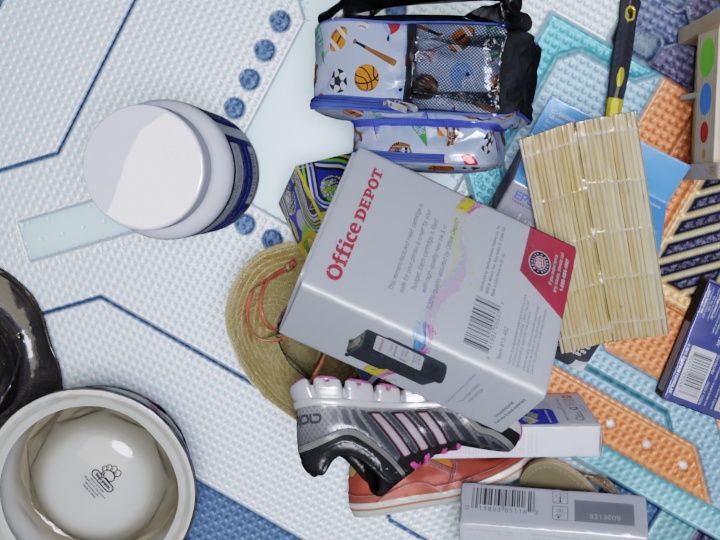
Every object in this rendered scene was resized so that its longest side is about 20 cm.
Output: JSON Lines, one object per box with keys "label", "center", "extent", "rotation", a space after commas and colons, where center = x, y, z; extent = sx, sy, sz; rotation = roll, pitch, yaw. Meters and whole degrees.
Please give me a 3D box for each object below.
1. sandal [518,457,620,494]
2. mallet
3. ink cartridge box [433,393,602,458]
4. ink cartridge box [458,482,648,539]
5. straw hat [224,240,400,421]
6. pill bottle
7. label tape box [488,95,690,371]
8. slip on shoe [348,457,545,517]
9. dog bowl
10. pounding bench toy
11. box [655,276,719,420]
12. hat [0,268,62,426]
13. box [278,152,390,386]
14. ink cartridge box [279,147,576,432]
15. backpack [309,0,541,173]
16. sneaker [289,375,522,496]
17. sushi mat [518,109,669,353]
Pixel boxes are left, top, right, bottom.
{"label": "sandal", "center": [0.220, 0.231, 0.825], "extent": [0.077, 0.070, 0.212], "rotation": [-23, 115, 34]}
{"label": "mallet", "center": [0.246, -0.149, 0.799], "extent": [0.065, 0.041, 0.201], "rotation": [16, 92, 3]}
{"label": "ink cartridge box", "center": [0.115, 0.143, 0.799], "extent": [0.198, 0.095, 0.037], "rotation": [1, 99, 3]}
{"label": "ink cartridge box", "center": [0.176, 0.277, 0.799], "extent": [0.159, 0.047, 0.201], "rotation": [1, 133, 12]}
{"label": "straw hat", "center": [-0.040, 0.073, 0.801], "extent": [0.200, 0.085, 0.202], "rotation": [13, 58, -20]}
{"label": "pill bottle", "center": [-0.158, -0.086, 0.740], "extent": [0.115, 0.200, 0.117], "rotation": [0, 95, 3]}
{"label": "label tape box", "center": [0.183, -0.030, 0.769], "extent": [0.143, 0.063, 0.201], "rotation": [26, 114, 0]}
{"label": "slip on shoe", "center": [0.081, 0.185, 0.820], "extent": [0.198, 0.074, 0.062], "rotation": [-14, 86, 7]}
{"label": "dog bowl", "center": [-0.252, 0.200, 0.825], "extent": [0.198, 0.074, 0.202], "rotation": [0, 98, -3]}
{"label": "pounding bench toy", "center": [0.352, -0.154, 0.709], "extent": [0.123, 0.200, 0.157], "rotation": [1, 96, 3]}
{"label": "box", "center": [0.397, 0.098, 0.813], "extent": [0.199, 0.032, 0.122], "rotation": [21, 96, 3]}
{"label": "hat", "center": [-0.394, 0.094, 0.827], "extent": [0.199, 0.081, 0.202], "rotation": [0, 95, 4]}
{"label": "box", "center": [0.000, 0.000, 0.764], "extent": [0.064, 0.070, 0.201], "rotation": [-18, 72, -28]}
{"label": "ink cartridge box", "center": [0.055, 0.014, 0.680], "extent": [0.199, 0.083, 0.146], "rotation": [25, 56, -4]}
{"label": "backpack", "center": [0.052, -0.160, 0.741], "extent": [0.189, 0.200, 0.155], "rotation": [13, 95, 14]}
{"label": "sneaker", "center": [0.036, 0.142, 0.704], "extent": [0.198, 0.074, 0.088], "rotation": [9, 75, -14]}
{"label": "sushi mat", "center": [0.199, -0.028, 0.725], "extent": [0.095, 0.012, 0.201], "rotation": [-10, 107, 15]}
